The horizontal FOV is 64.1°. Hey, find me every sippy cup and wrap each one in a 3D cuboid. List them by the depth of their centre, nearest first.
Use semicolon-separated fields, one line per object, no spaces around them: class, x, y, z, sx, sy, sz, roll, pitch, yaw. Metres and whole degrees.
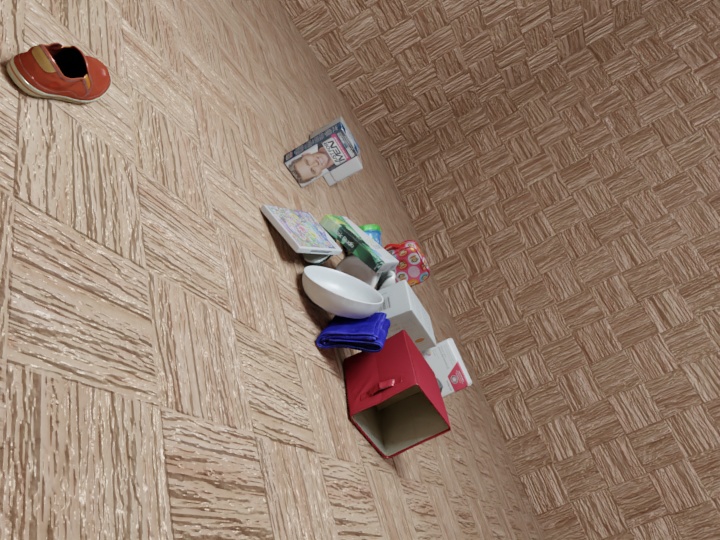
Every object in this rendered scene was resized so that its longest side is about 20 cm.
sippy cup;0.014;-0.064;1.856;0.177;0.139;0.131;3;68;-48

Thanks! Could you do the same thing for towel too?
towel;-0.010;0.133;1.315;0.200;0.146;0.050;-47;140;-77

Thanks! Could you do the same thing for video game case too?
video game case;-0.137;-0.095;1.373;0.143;0.018;0.200;48;19;18

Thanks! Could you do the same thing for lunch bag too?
lunch bag;0.131;-0.016;2.045;0.177;0.199;0.082;58;18;-23

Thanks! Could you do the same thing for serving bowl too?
serving bowl;-0.049;0.060;1.339;0.199;0.066;0.200;22;12;-5

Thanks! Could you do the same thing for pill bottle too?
pill bottle;0.000;0.000;1.583;0.115;0.114;0.200;62;14;-6

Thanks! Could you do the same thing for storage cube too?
storage cube;0.079;0.281;1.309;0.200;0.170;0.180;54;14;-32

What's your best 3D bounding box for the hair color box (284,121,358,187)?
hair color box;-0.117;-0.341;1.702;0.100;0.199;0.061;54;15;-33

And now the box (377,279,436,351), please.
box;0.101;0.145;1.597;0.200;0.151;0.107;54;20;-45

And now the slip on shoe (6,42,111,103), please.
slip on shoe;-0.394;-0.274;0.790;0.074;0.061;0.200;59;12;-11

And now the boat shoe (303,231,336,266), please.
boat shoe;-0.100;-0.051;1.491;0.200;0.075;0.061;-58;162;-58

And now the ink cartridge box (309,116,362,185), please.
ink cartridge box;-0.091;-0.441;2.126;0.148;0.144;0.201;55;15;-33

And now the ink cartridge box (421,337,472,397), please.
ink cartridge box;0.205;0.305;1.688;0.148;0.199;0.086;65;14;10

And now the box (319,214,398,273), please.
box;-0.001;-0.071;1.500;0.200;0.036;0.144;40;14;14

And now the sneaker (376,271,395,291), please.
sneaker;0.085;0.071;1.645;0.201;0.086;0.075;97;10;-53
